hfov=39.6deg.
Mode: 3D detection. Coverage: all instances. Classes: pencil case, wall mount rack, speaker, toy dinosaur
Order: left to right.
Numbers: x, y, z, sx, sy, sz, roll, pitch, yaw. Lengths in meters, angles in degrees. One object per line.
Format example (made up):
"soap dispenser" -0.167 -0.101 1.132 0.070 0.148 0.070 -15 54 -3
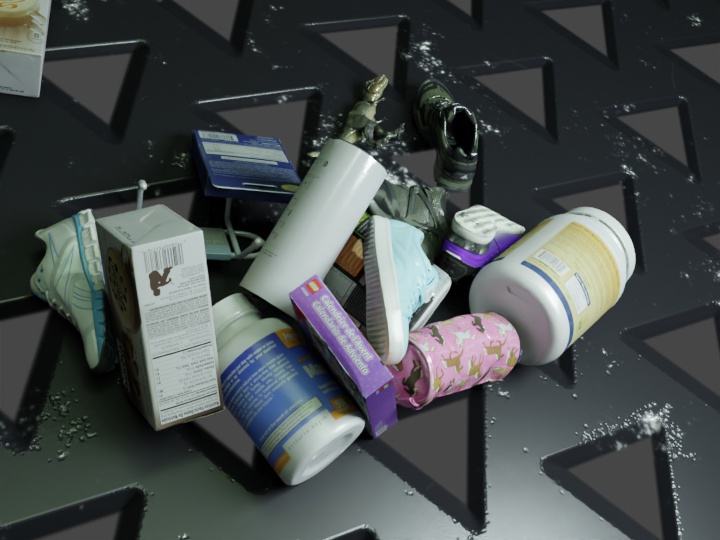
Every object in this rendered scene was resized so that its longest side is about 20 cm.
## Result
"wall mount rack" -0.196 -0.047 1.175 0.198 0.075 0.174 2 29 -20
"speaker" -0.054 -0.045 1.121 0.081 0.081 0.201 30 83 3
"toy dinosaur" 0.009 -0.200 1.413 0.088 0.048 0.200 22 50 14
"pencil case" 0.106 0.103 1.169 0.199 0.083 0.087 -8 50 -49

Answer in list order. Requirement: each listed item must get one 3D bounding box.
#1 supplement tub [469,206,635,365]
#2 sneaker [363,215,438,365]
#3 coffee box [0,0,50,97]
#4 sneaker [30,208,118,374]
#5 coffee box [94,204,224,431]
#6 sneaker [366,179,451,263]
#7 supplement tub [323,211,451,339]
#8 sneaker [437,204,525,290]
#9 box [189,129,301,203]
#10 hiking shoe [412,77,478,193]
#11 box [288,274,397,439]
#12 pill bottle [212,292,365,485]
"supplement tub" 0.250 0.015 1.283 0.144 0.145 0.200 45 53 14
"sneaker" 0.050 0.017 1.087 0.081 0.074 0.201 7 49 -10
"coffee box" -0.464 -0.330 1.300 0.113 0.080 0.201 6 54 -18
"sneaker" -0.320 0.030 1.113 0.086 0.075 0.201 -15 61 -7
"coffee box" -0.207 0.047 1.033 0.079 0.201 0.113 -15 25 -28
"sneaker" 0.042 -0.091 1.328 0.199 0.076 0.114 42 50 8
"supplement tub" 0.000 0.000 1.213 0.200 0.123 0.123 38 51 8
"sneaker" 0.150 -0.026 1.322 0.069 0.100 0.200 30 18 22
"box" -0.142 -0.125 1.251 0.120 0.033 0.200 4 24 -18
"hiking shoe" 0.133 -0.213 1.432 0.075 0.101 0.201 -1 56 -22
"box" -0.015 0.099 1.088 0.039 0.200 0.137 -35 71 -10
"pill bottle" -0.096 0.124 1.092 0.112 0.112 0.200 -29 70 -35
